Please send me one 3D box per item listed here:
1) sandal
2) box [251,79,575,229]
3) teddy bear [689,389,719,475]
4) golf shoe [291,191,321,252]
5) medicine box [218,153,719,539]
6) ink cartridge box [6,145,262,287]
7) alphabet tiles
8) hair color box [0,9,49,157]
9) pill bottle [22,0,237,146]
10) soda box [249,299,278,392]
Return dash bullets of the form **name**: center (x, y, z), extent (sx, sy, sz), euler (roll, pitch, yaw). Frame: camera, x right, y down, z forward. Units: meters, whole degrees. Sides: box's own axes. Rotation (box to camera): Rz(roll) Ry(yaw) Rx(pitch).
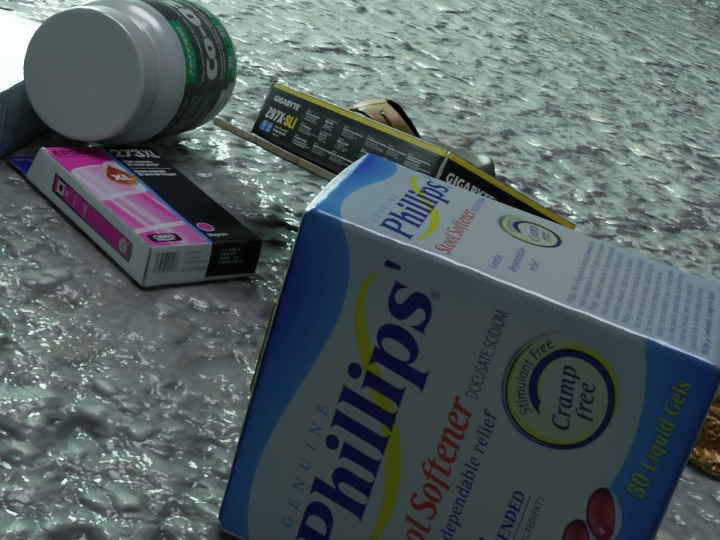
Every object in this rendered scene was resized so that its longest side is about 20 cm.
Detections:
- **sandal**: center (0.033, -0.125, 1.237), extent (0.198, 0.055, 0.082), euler (16, 23, -4)
- **box**: center (0.038, -0.068, 0.999), extent (0.159, 0.050, 0.199), euler (26, 2, -45)
- **teddy bear**: center (0.188, 0.058, 0.928), extent (0.144, 0.067, 0.200), euler (-5, 31, -36)
- **golf shoe**: center (0.000, 0.000, 0.915), extent (0.094, 0.078, 0.200), euler (18, 25, 2)
- **medicine box**: center (0.054, 0.069, 0.666), extent (0.199, 0.183, 0.103), euler (21, 23, 8)
- **ink cartridge box**: center (-0.165, -0.052, 0.970), extent (0.094, 0.037, 0.200), euler (-6, 31, -43)
- **alphabet tiles**: center (0.009, -0.050, 0.952), extent (0.199, 0.008, 0.167), euler (27, 2, 16)
- **hair color box**: center (-0.290, -0.146, 1.055), extent (0.098, 0.061, 0.200), euler (19, 23, 5)
- **pill bottle**: center (-0.176, -0.156, 1.055), extent (0.112, 0.114, 0.200), euler (20, 14, 8)
- **soda box**: center (0.032, 0.051, 0.840), extent (0.199, 0.064, 0.068), euler (-8, 34, -44)
